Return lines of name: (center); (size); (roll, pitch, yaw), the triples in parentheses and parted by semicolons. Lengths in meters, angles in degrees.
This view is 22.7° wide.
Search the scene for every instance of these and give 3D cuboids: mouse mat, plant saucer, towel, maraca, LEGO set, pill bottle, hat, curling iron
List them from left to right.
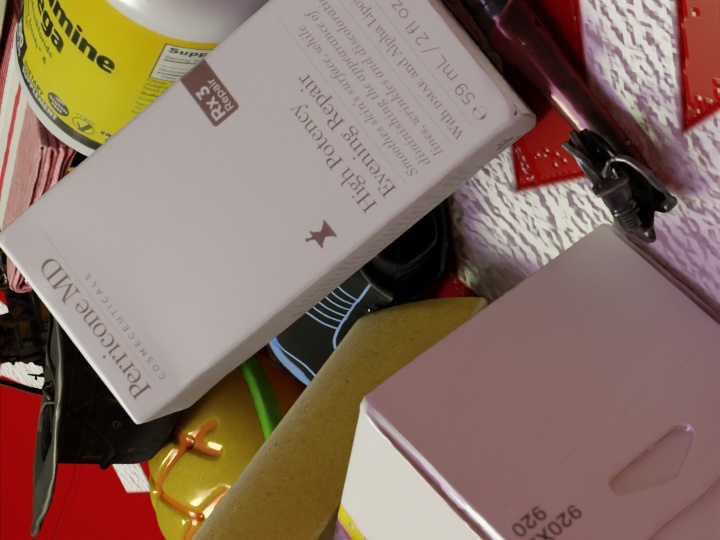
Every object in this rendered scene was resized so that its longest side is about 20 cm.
LEGO set: (-0.232, 0.030, 1.149); (0.200, 0.153, 0.116); (4, 107, 51)
towel: (-0.187, -0.108, 0.970); (0.144, 0.023, 0.201); (119, 141, -55)
mouse mat: (-0.208, 0.080, 1.183); (0.199, 0.008, 0.161); (19, 173, -34)
hat: (-0.135, 0.049, 0.990); (0.201, 0.081, 0.202); (-173, 90, -81)
pill bottle: (-0.082, -0.132, 0.778); (0.113, 0.112, 0.200); (52, 152, 5)
maraca: (-0.063, 0.140, 1.027); (0.137, 0.107, 0.201); (147, 114, -68)
plant saucer: (-0.027, 0.110, 0.840); (0.048, 0.200, 0.200); (33, 156, 8)
curling iron: (0.058, -0.096, 0.686); (0.200, 0.026, 0.050); (55, -170, 7)

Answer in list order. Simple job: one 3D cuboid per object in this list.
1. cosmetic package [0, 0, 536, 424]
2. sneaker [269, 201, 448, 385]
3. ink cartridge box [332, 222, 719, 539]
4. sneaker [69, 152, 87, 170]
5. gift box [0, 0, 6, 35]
cosmetic package: (-0.037, -0.037, 0.727); (0.102, 0.200, 0.074); (51, -170, 6)
sneaker: (0.000, 0.000, 0.843); (0.078, 0.070, 0.200); (43, 150, 33)
ink cartridge box: (0.086, 0.114, 0.750); (0.145, 0.147, 0.200); (43, 150, 21)
sneaker: (-0.154, -0.096, 1.004); (0.200, 0.066, 0.079); (173, 93, -67)
gift box: (-0.276, -0.200, 0.902); (0.187, 0.184, 0.201); (129, 127, -64)
